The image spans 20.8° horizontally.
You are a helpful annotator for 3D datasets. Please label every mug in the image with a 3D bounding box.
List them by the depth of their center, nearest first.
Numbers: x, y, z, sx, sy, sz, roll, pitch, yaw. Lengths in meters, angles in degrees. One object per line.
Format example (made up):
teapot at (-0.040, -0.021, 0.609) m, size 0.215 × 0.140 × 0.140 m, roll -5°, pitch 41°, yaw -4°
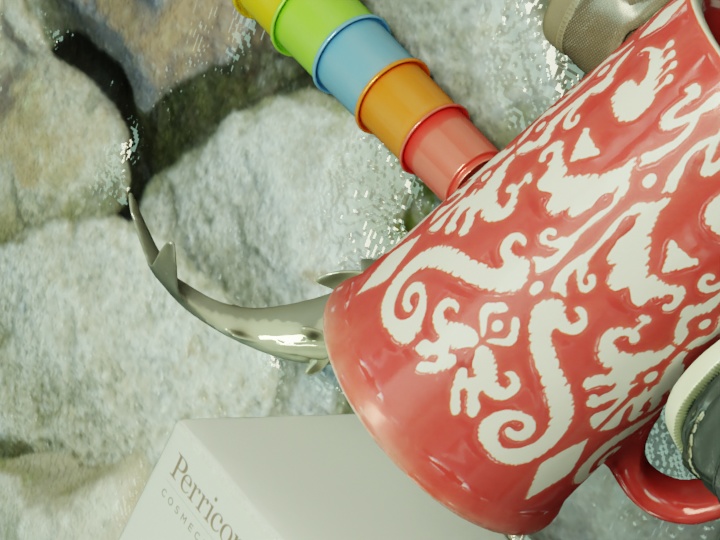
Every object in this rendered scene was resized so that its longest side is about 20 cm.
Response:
mug at (0.113, -0.001, 0.790) m, size 0.200 × 0.177 × 0.134 m, roll -45°, pitch 42°, yaw 26°

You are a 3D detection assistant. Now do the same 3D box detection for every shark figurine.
shark figurine at (-0.017, 0.011, 1.071) m, size 0.090 × 0.213 × 0.129 m, roll -87°, pitch -5°, yaw -55°

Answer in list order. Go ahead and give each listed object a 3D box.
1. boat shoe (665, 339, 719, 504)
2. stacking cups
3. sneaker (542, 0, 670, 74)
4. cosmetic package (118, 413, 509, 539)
boat shoe at (0.192, 0.017, 0.695) m, size 0.199 × 0.074 × 0.066 m, roll -41°, pitch 29°, yaw 20°
stacking cups at (0.003, -0.105, 1.083) m, size 0.200 × 0.060 × 0.061 m, roll 51°, pitch 122°, yaw 31°
sneaker at (0.166, -0.172, 0.932) m, size 0.075 × 0.070 × 0.200 m, roll 40°, pitch 121°, yaw 16°
cosmetic package at (-0.033, 0.202, 1.033) m, size 0.167 × 0.166 × 0.201 m, roll 44°, pitch 117°, yaw 36°
